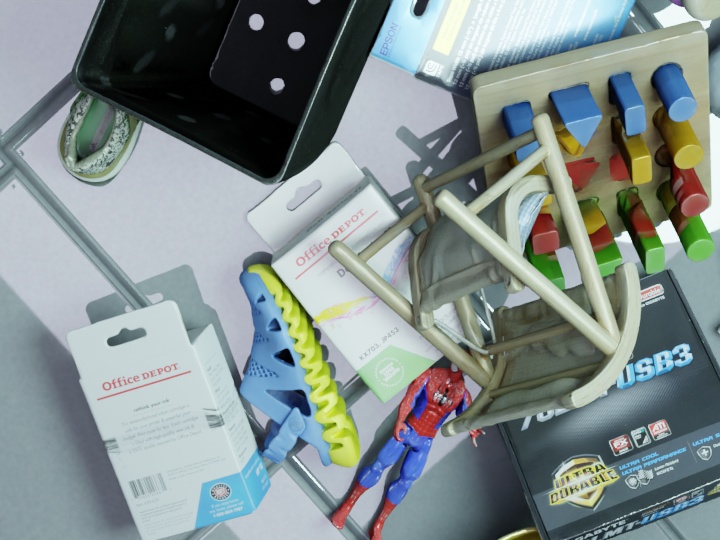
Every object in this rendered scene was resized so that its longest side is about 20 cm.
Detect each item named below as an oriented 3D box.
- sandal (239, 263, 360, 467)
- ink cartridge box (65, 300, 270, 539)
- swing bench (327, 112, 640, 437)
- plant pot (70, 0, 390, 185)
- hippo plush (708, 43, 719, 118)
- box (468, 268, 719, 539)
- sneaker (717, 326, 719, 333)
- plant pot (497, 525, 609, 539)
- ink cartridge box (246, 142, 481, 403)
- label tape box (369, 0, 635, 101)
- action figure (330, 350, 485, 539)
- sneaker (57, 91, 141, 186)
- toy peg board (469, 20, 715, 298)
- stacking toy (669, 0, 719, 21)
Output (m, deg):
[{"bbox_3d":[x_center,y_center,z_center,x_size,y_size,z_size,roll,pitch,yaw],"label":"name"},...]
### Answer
[{"bbox_3d":[-0.070,0.093,1.430,0.086,0.080,0.202,-19,98,6],"label":"sandal"},{"bbox_3d":[-0.168,0.124,1.424,0.114,0.067,0.202,-16,100,16],"label":"ink cartridge box"},{"bbox_3d":[0.108,0.013,1.293,0.129,0.198,0.201,-37,98,-30],"label":"swing bench"},{"bbox_3d":[-0.082,-0.198,1.310,0.198,0.177,0.202,26,100,16],"label":"plant pot"},{"bbox_3d":[0.359,-0.190,1.351,0.198,0.159,0.162,28,97,-7],"label":"hippo plush"},{"bbox_3d":[0.219,0.123,1.401,0.198,0.050,0.200,-21,62,2],"label":"box"},{"bbox_3d":[0.377,-0.020,1.430,0.087,0.075,0.202,19,100,7],"label":"sneaker"},{"bbox_3d":[0.166,0.337,1.430,0.197,0.142,0.203,0,73,0],"label":"plant pot"},{"bbox_3d":[0.000,0.000,1.418,0.117,0.067,0.201,-39,99,5],"label":"ink cartridge box"},{"bbox_3d":[0.118,-0.213,1.373,0.198,0.066,0.145,20,99,-14],"label":"label tape box"},{"bbox_3d":[0.046,0.163,1.424,0.065,0.099,0.201,28,103,-9],"label":"action figure"},{"bbox_3d":[-0.202,-0.163,1.373,0.076,0.089,0.202,21,98,-5],"label":"sneaker"},{"bbox_3d":[0.207,-0.079,1.347,0.197,0.098,0.201,-14,134,-1],"label":"toy peg board"},{"bbox_3d":[0.228,-0.287,1.334,0.199,0.085,0.086,38,99,31],"label":"stacking toy"}]
